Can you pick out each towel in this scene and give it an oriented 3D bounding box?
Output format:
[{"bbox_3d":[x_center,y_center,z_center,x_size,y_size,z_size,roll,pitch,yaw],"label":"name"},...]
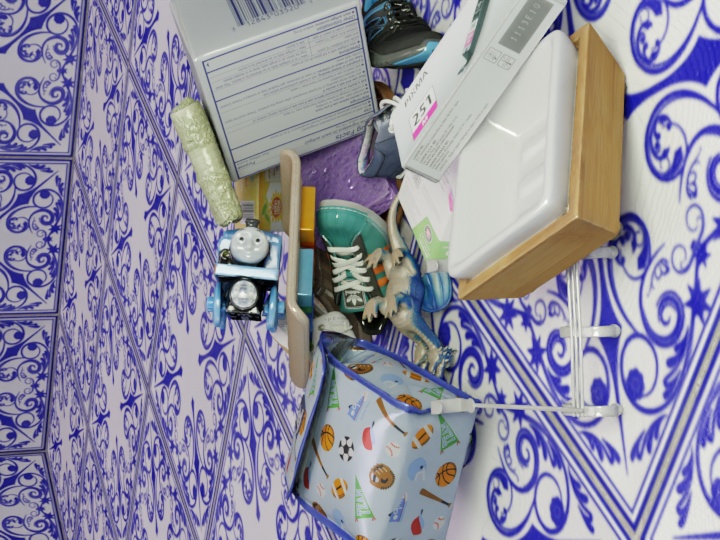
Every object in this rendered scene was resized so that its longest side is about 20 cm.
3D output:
[{"bbox_3d":[-0.169,-0.116,1.487,0.200,0.036,0.149,-148,36,-82],"label":"towel"}]

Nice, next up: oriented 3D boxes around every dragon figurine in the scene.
[{"bbox_3d":[0.057,0.016,1.439,0.059,0.099,0.201,-16,65,42],"label":"dragon figurine"}]

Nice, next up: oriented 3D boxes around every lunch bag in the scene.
[{"bbox_3d":[0.001,0.170,1.358,0.200,0.123,0.171,30,110,48],"label":"lunch bag"}]

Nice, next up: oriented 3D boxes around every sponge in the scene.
[{"bbox_3d":[-0.027,-0.126,1.552,0.111,0.030,0.201,-36,49,21],"label":"sponge"}]

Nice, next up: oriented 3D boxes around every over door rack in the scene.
[{"bbox_3d":[0.150,0.055,1.202,0.200,0.066,0.149,-5,86,47],"label":"over door rack"}]

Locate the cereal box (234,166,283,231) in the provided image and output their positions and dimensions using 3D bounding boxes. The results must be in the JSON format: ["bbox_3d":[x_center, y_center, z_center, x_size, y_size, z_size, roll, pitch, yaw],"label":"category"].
[{"bbox_3d":[-0.092,-0.119,1.686,0.039,0.200,0.145,1,91,25],"label":"cereal box"}]

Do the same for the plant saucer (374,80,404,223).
[{"bbox_3d":[0.015,-0.124,1.601,0.200,0.032,0.201,180,90,-68],"label":"plant saucer"}]

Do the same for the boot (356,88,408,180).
[{"bbox_3d":[0.063,-0.166,1.400,0.200,0.090,0.073,111,150,-43],"label":"boot"}]

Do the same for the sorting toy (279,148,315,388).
[{"bbox_3d":[-0.062,0.000,1.423,0.185,0.036,0.201,93,173,-62],"label":"sorting toy"}]

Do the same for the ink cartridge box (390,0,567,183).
[{"bbox_3d":[0.094,-0.204,1.198,0.200,0.043,0.174,-55,26,28],"label":"ink cartridge box"}]

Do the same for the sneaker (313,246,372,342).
[{"bbox_3d":[-0.038,-0.003,1.586,0.070,0.075,0.201,-133,31,-87],"label":"sneaker"}]

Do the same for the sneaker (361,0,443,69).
[{"bbox_3d":[0.037,-0.264,1.483,0.200,0.073,0.082,-152,63,-65],"label":"sneaker"}]

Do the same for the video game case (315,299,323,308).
[{"bbox_3d":[-0.035,0.079,1.746,0.200,0.022,0.183,-166,76,-68],"label":"video game case"}]

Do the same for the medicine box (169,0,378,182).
[{"bbox_3d":[-0.088,-0.220,1.457,0.200,0.181,0.103,78,169,-54],"label":"medicine box"}]

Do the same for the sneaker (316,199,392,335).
[{"bbox_3d":[0.000,0.000,1.476,0.200,0.071,0.080,58,-141,-52],"label":"sneaker"}]

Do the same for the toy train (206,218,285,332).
[{"bbox_3d":[-0.123,0.007,1.477,0.200,0.086,0.115,118,156,-84],"label":"toy train"}]

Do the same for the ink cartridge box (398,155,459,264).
[{"bbox_3d":[0.106,-0.113,1.325,0.117,0.067,0.200,-111,29,-43],"label":"ink cartridge box"}]

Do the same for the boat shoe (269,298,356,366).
[{"bbox_3d":[-0.039,0.078,1.503,0.200,0.071,0.070,38,117,48],"label":"boat shoe"}]

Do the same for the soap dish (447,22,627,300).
[{"bbox_3d":[0.148,-0.083,1.114,0.157,0.081,0.201,-39,33,49],"label":"soap dish"}]

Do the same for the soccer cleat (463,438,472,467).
[{"bbox_3d":[0.063,0.144,1.451,0.200,0.064,0.084,-138,50,-56],"label":"soccer cleat"}]
